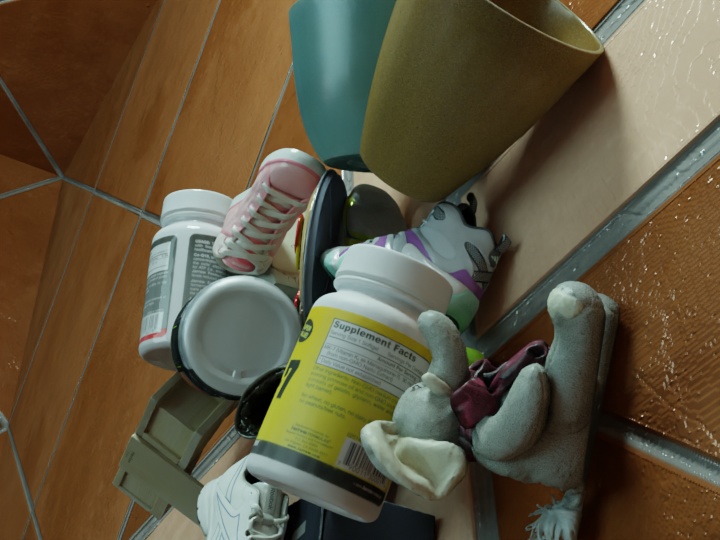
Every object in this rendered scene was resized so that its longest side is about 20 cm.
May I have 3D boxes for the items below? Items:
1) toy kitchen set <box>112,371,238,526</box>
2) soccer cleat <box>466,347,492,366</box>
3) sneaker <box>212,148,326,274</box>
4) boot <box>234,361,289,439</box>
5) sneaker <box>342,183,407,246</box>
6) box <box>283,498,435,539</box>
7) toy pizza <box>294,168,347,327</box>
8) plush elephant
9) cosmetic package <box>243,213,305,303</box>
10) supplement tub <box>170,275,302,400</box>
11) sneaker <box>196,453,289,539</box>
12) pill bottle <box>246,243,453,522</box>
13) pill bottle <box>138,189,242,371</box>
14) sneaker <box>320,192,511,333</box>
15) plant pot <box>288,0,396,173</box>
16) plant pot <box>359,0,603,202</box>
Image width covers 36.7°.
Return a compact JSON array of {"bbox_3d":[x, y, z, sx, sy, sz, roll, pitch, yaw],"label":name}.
[{"bbox_3d":[-0.183,0.220,1.398,0.180,0.163,0.200,-48,-8,-48],"label":"toy kitchen set"},{"bbox_3d":[0.038,0.113,0.997,0.200,0.081,0.068,-40,37,49],"label":"soccer cleat"},{"bbox_3d":[-0.104,-0.053,1.206,0.200,0.075,0.105,-34,34,56],"label":"sneaker"},{"bbox_3d":[-0.044,0.124,1.035,0.200,0.073,0.182,-29,-20,-53],"label":"boot"},{"bbox_3d":[0.000,0.000,1.177,0.105,0.076,0.200,-51,31,38],"label":"sneaker"},{"bbox_3d":[-0.037,0.318,0.951,0.200,0.117,0.197,-40,36,50],"label":"box"},{"bbox_3d":[-0.045,-0.008,1.152,0.200,0.032,0.201,4,-90,-80],"label":"toy pizza"},{"bbox_3d":[0.092,0.094,0.781,0.165,0.154,0.201,-9,-72,-71],"label":"plush elephant"},{"bbox_3d":[-0.085,-0.004,1.328,0.073,0.103,0.200,-58,27,27],"label":"cosmetic package"},{"bbox_3d":[-0.134,0.073,1.132,0.200,0.122,0.123,161,127,-75],"label":"supplement tub"},{"bbox_3d":[-0.098,0.230,0.925,0.087,0.074,0.200,-52,29,24],"label":"sneaker"},{"bbox_3d":[-0.003,0.088,0.872,0.114,0.114,0.200,-10,54,63],"label":"pill bottle"},{"bbox_3d":[-0.199,0.013,1.307,0.114,0.114,0.201,-31,50,55],"label":"pill bottle"},{"bbox_3d":[0.061,-0.023,1.041,0.200,0.078,0.140,20,68,44],"label":"sneaker"},{"bbox_3d":[0.022,-0.190,1.143,0.200,0.200,0.161,-8,80,64],"label":"plant pot"},{"bbox_3d":[0.086,-0.167,0.985,0.200,0.186,0.187,-58,26,26],"label":"plant pot"}]
